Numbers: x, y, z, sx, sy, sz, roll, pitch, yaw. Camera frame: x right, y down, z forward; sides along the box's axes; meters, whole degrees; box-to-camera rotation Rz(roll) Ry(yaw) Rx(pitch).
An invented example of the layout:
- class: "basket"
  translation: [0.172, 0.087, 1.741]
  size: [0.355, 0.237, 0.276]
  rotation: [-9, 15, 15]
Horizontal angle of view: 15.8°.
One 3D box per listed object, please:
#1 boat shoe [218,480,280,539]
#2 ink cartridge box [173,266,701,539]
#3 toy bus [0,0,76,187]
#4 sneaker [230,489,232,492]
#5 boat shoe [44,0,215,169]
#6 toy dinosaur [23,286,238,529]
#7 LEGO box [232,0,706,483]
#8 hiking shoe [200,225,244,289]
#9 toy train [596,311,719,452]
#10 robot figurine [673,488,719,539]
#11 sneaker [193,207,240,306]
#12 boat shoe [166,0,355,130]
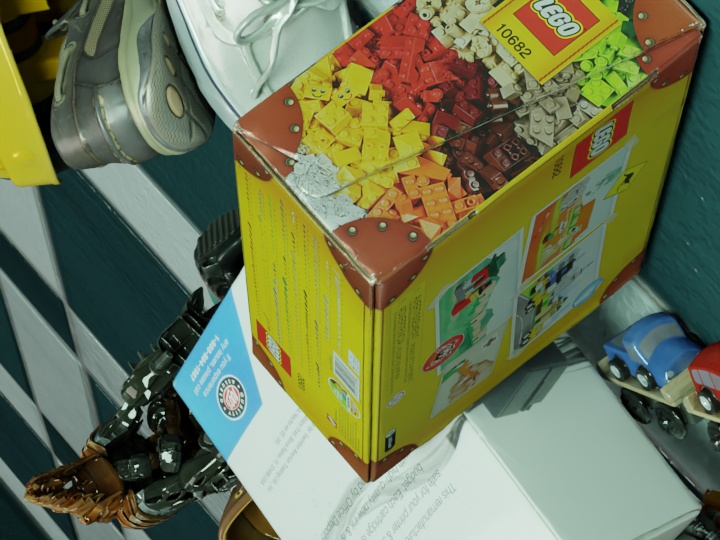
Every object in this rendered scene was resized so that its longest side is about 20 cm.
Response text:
- class: "boat shoe"
  translation: [0.011, 0.095, 1.263]
  size: [0.200, 0.068, 0.072]
  rotation: [-30, 91, 34]
- class: "ink cartridge box"
  translation: [0.028, 0.073, 1.104]
  size: [0.200, 0.084, 0.145]
  rotation: [53, 136, 19]
- class: "toy bus"
  translation: [-0.221, -0.127, 1.271]
  size: [0.200, 0.192, 0.136]
  rotation: [-82, -22, -54]
- class: "sneaker"
  translation: [-0.039, 0.164, 1.720]
  size: [0.200, 0.080, 0.070]
  rotation: [49, 163, 5]
- class: "boat shoe"
  translation: [-0.108, -0.110, 1.186]
  size: [0.200, 0.073, 0.075]
  rotation: [-87, -25, -62]
- class: "toy dinosaur"
  translation: [-0.102, 0.099, 1.382]
  size: [0.102, 0.136, 0.200]
  rotation: [43, -150, -5]
- class: "LEGO box"
  translation: [0.036, -0.025, 0.947]
  size: [0.077, 0.149, 0.200]
  rotation: [47, 163, 18]
- class: "hiking shoe"
  translation: [0.000, 0.000, 1.222]
  size: [0.074, 0.087, 0.200]
  rotation: [57, 164, -18]
- class: "toy train"
  translation: [0.149, 0.049, 1.005]
  size: [0.046, 0.034, 0.200]
  rotation: [62, 162, -20]
- class: "robot figurine"
  translation: [0.188, 0.157, 1.086]
  size: [0.200, 0.058, 0.145]
  rotation: [28, 151, 55]
- class: "sneaker"
  translation: [-0.017, 0.056, 1.453]
  size: [0.200, 0.070, 0.093]
  rotation: [51, 172, 15]
- class: "boat shoe"
  translation: [-0.038, -0.129, 1.093]
  size: [0.086, 0.075, 0.202]
  rotation: [8, 124, 63]
